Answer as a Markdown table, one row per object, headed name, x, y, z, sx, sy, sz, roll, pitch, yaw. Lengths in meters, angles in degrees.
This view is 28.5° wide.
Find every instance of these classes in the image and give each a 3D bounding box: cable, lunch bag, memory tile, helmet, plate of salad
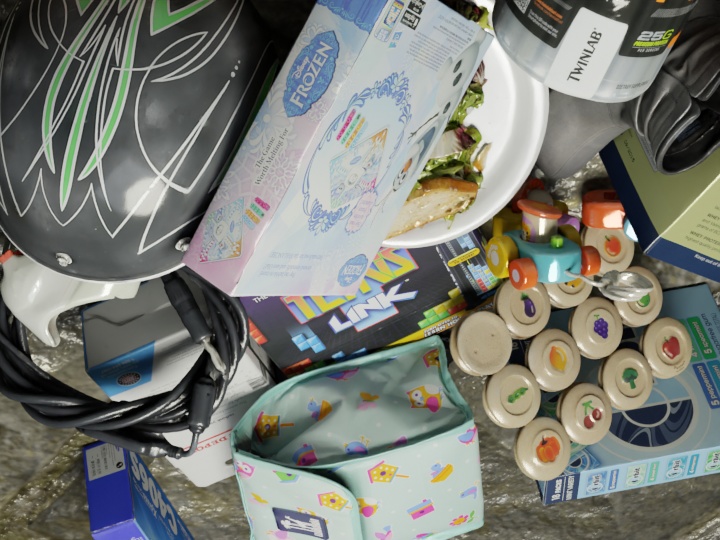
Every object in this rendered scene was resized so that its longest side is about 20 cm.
| name | x | y | z | sx | sy | sz | roll | pitch | yaw |
| --- | --- | --- | --- | --- | --- | --- | --- | --- | --- |
| cable | -0.186 | 0.043 | 1.055 | 0.198 | 0.051 | 0.165 | 20 | 92 | 10 |
| lunch bag | -0.005 | 0.165 | 1.174 | 0.198 | 0.123 | 0.171 | -18 | 140 | -8 |
| memory tile | 0.174 | 0.059 | 1.147 | 0.199 | 0.017 | 0.154 | -34 | 99 | -24 |
| helmet | -0.138 | -0.095 | 0.859 | 0.198 | 0.202 | 0.191 | -23 | 180 | 8 |
| plate of salad | 0.038 | -0.107 | 0.992 | 0.198 | 0.048 | 0.202 | -3 | 111 | -8 |

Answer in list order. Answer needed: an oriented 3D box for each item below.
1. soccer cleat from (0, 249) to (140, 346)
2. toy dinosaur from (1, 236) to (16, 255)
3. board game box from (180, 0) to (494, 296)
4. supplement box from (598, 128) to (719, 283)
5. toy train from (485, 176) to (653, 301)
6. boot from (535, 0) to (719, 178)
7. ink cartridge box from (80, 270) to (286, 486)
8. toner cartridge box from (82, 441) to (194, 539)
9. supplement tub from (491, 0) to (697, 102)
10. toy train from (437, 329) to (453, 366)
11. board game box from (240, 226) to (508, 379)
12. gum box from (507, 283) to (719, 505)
| name | x | y | z | sx | sy | sz | roll | pitch | yaw |
| --- | --- | --- | --- | --- | --- | --- | --- | --- | --- |
| soccer cleat | -0.166 | -0.026 | 1.016 | 0.199 | 0.069 | 0.078 | -35 | 92 | 3 |
| toy dinosaur | -0.236 | -0.086 | 0.985 | 0.087 | 0.048 | 0.201 | -10 | 140 | 0 |
| board game box | -0.006 | -0.080 | 0.868 | 0.200 | 0.043 | 0.200 | -62 | 162 | 9 |
| supplement box | 0.322 | -0.098 | 1.058 | 0.199 | 0.135 | 0.200 | 17 | 128 | -30 |
| toy train | 0.171 | -0.039 | 1.077 | 0.149 | 0.200 | 0.056 | 3 | 110 | 13 |
| boot | 0.196 | -0.112 | 1.010 | 0.069 | 0.132 | 0.201 | 13 | 130 | -28 |
| ink cartridge box | -0.132 | 0.090 | 1.171 | 0.115 | 0.068 | 0.201 | -22 | 139 | 8 |
| toner cartridge box | -0.194 | 0.246 | 1.300 | 0.043 | 0.096 | 0.201 | -17 | 138 | 3 |
| supplement tub | 0.171 | -0.218 | 0.901 | 0.121 | 0.123 | 0.201 | 5 | 134 | -20 |
| toy train | 0.008 | 0.118 | 1.258 | 0.200 | 0.046 | 0.034 | -39 | 132 | 23 |
| board game box | 0.000 | 0.000 | 1.128 | 0.199 | 0.057 | 0.166 | -26 | 137 | 11 |
| gum box | 0.229 | 0.102 | 1.213 | 0.198 | 0.171 | 0.045 | -10 | 138 | -5 |
